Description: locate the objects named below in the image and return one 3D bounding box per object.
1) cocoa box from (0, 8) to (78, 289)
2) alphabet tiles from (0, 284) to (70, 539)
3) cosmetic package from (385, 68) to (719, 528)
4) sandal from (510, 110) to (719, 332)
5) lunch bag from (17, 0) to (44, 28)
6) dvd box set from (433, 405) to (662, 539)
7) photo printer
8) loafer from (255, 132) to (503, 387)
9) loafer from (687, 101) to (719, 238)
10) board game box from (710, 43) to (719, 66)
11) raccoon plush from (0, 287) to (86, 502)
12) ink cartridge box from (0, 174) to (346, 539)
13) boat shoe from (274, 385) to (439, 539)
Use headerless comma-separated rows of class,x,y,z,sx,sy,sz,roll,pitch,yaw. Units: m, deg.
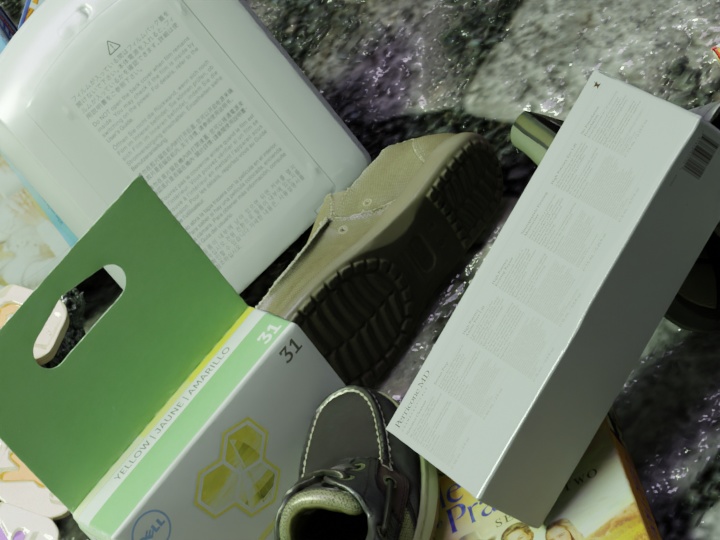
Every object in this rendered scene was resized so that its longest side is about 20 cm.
cocoa box,-0.247,-0.081,1.389,0.133,0.200,0.131,-35,22,0
alphabet tiles,-0.239,0.093,1.240,0.195,0.015,0.201,16,67,14
cosmetic package,0.098,0.012,1.059,0.082,0.051,0.201,34,95,50
sandal,0.132,-0.018,1.166,0.058,0.079,0.201,-59,31,15
lunch bag,-0.169,-0.185,1.580,0.160,0.076,0.201,-18,41,27
dvd box set,0.074,0.153,1.046,0.146,0.029,0.201,-29,37,12
photo printer,-0.113,-0.084,1.314,0.166,0.200,0.069,-44,19,-10
loafer,0.000,0.000,1.245,0.200,0.076,0.067,-45,34,-25
loafer,0.182,-0.054,1.102,0.200,0.070,0.070,39,112,57
board game box,0.281,-0.087,1.128,0.151,0.046,0.200,-31,37,8
raccoon plush,-0.181,0.105,1.294,0.134,0.097,0.200,-28,65,-12
ink cartridge box,-0.089,0.073,1.122,0.048,0.200,0.146,19,63,49
boat shoe,-0.006,0.122,1.065,0.073,0.065,0.201,-32,36,22
